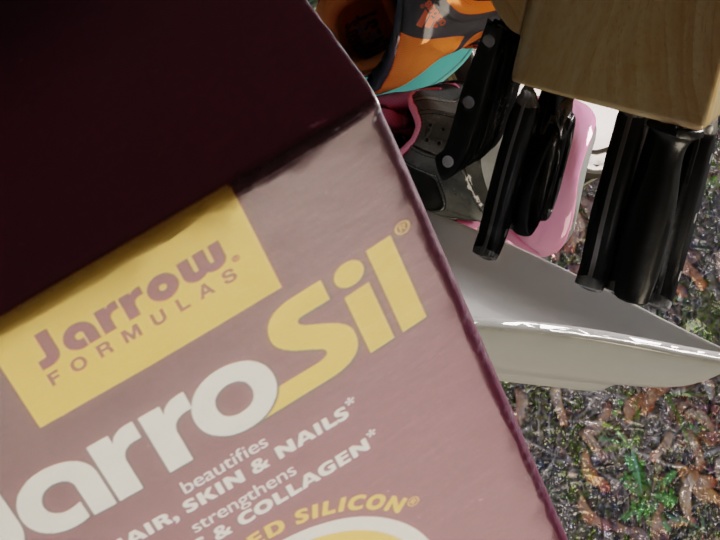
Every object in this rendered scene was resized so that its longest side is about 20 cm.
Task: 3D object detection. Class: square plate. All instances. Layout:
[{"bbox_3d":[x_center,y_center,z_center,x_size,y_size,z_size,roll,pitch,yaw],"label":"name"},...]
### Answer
[{"bbox_3d":[0.000,0.000,0.863,0.197,0.029,0.200,7,-167,-44],"label":"square plate"}]

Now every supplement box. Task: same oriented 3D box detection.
[{"bbox_3d":[-0.039,0.031,0.578,0.130,0.200,0.103,-30,-135,-4],"label":"supplement box"}]

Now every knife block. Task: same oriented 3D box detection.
[{"bbox_3d":[0.108,-0.086,0.830,0.199,0.176,0.064,-30,-177,21],"label":"knife block"}]

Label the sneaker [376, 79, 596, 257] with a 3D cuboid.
[{"bbox_3d":[0.023,-0.052,1.042,0.095,0.080,0.200,11,177,-18],"label":"sneaker"}]

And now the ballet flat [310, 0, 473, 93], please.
[{"bbox_3d":[-0.031,-0.092,1.109,0.199,0.068,0.062,-28,-152,-37],"label":"ballet flat"}]

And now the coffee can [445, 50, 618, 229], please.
[{"bbox_3d":[0.045,-0.086,1.342,0.200,0.147,0.146,-28,-177,45],"label":"coffee can"}]

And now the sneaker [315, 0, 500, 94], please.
[{"bbox_3d":[0.032,-0.116,1.010,0.112,0.078,0.200,-27,171,-2],"label":"sneaker"}]
